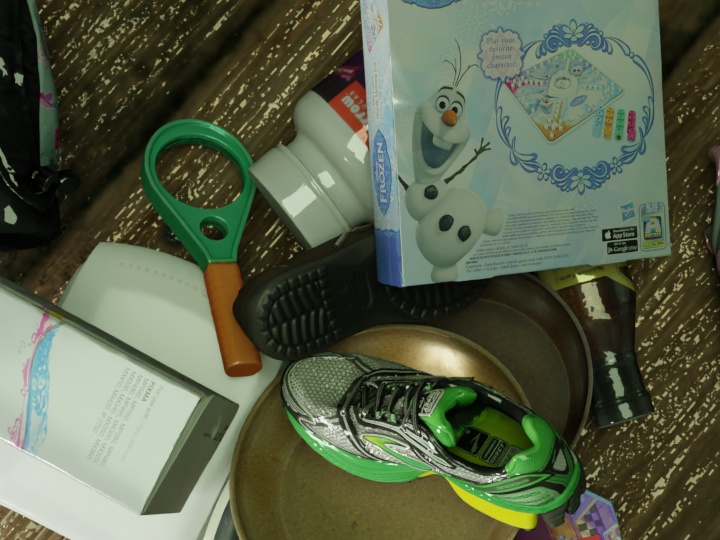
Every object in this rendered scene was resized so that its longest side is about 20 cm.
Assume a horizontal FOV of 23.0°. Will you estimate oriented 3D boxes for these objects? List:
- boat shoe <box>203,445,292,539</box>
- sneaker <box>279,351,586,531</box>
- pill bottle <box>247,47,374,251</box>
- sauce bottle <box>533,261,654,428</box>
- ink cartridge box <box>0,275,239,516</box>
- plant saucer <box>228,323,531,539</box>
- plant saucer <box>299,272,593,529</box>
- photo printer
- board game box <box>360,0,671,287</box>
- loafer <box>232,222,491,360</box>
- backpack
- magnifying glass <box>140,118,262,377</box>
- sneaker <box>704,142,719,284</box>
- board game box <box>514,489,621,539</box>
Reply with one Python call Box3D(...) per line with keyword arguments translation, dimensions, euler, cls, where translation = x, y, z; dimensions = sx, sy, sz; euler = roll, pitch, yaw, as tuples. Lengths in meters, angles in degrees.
Box3D(translation=(-0.073, 0.214, 1.166), dimensions=(0.067, 0.072, 0.201), euler=(15, 87, 25), cls="boat shoe")
Box3D(translation=(0.039, 0.085, 1.063), dimensions=(0.199, 0.085, 0.078), euler=(15, 63, 25), cls="sneaker")
Box3D(translation=(0.026, -0.098, 1.189), dimensions=(0.200, 0.111, 0.112), euler=(-40, 85, -5), cls="pill bottle")
Box3D(translation=(0.151, 0.006, 1.204), dimensions=(0.066, 0.066, 0.201), euler=(-16, 86, -2), cls="sauce bottle")
Box3D(translation=(-0.187, 0.069, 1.082), dimensions=(0.199, 0.146, 0.083), euler=(28, 85, 7), cls="ink cartridge box")
Box3D(translation=(0.017, 0.129, 1.115), dimensions=(0.199, 0.036, 0.201), euler=(-7, 57, 11), cls="plant saucer")
Box3D(translation=(0.057, 0.084, 1.173), dimensions=(0.199, 0.035, 0.201), euler=(-8, 56, 11), cls="plant saucer")
Box3D(translation=(-0.146, 0.091, 1.188), dimensions=(0.166, 0.069, 0.201), euler=(26, 84, 3), cls="photo printer")
Box3D(translation=(0.100, -0.100, 1.119), dimensions=(0.199, 0.043, 0.201), euler=(-6, 97, -25), cls="board game box")
Box3D(translation=(0.000, 0.000, 1.144), dimensions=(0.199, 0.071, 0.074), euler=(-14, 106, -33), cls="loafer")
Box3D(translation=(-0.278, -0.115, 1.183), dimensions=(0.166, 0.127, 0.202), euler=(0, 80, -16), cls="backpack")
Box3D(translation=(-0.097, -0.019, 1.181), dimensions=(0.079, 0.022, 0.201), euler=(-1, 57, -22), cls="magnifying glass")
Box3D(translation=(0.272, 0.004, 1.210), dimensions=(0.070, 0.082, 0.202), euler=(-5, 103, -31), cls="sneaker")
Box3D(translation=(0.068, 0.185, 1.155), dimensions=(0.199, 0.039, 0.159), euler=(25, 73, 24), cls="board game box")
